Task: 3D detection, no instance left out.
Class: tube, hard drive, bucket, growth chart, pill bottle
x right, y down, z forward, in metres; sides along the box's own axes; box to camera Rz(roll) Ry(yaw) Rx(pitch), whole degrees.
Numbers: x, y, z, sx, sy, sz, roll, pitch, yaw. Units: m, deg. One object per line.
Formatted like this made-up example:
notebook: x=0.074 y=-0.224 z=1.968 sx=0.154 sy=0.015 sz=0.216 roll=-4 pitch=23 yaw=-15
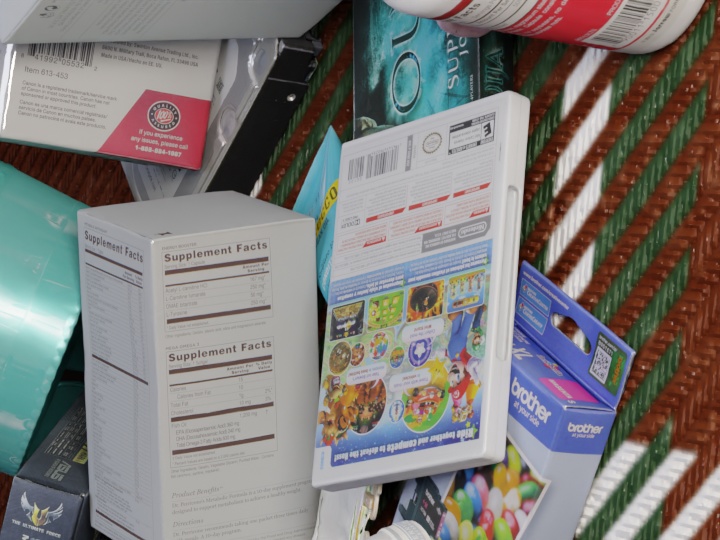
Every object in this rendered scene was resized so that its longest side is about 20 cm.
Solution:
tube: x=0.000 y=0.000 z=1.619 sx=0.078 sy=0.050 sz=0.200 roll=-61 pitch=33 yaw=23
hard drive: x=-0.096 y=-0.113 z=1.807 sx=0.200 sy=0.038 sz=0.140 roll=-58 pitch=39 yaw=35
bucket: x=-0.245 y=0.026 z=1.759 sx=0.207 sy=0.134 sz=0.208 roll=-157 pitch=90 yaw=-87
growth chart: x=-0.011 y=0.166 z=1.590 sx=0.145 sy=0.018 sz=0.201 roll=-144 pitch=64 yaw=-75
pill bottle: x=0.071 y=-0.175 z=1.374 sx=0.112 sy=0.199 sz=0.113 roll=-18 pitch=68 yaw=57

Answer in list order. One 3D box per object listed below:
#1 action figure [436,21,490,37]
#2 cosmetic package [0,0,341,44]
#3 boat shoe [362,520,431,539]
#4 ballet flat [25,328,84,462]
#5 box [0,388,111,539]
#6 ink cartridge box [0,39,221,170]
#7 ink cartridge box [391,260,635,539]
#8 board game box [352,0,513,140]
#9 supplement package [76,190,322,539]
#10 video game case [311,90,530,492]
action figure: x=0.078 y=-0.236 z=1.451 sx=0.200 sy=0.134 sz=0.149 roll=-32 pitch=75 yaw=25
cosmetic package: x=-0.117 y=-0.247 z=1.640 sx=0.123 sy=0.199 sz=0.200 roll=145 pitch=118 yaw=-62
boat shoe: x=0.011 y=0.227 z=1.476 sx=0.072 sy=0.068 sz=0.201 roll=-129 pitch=31 yaw=-46
ballet flat: x=-0.199 y=0.054 z=1.921 sx=0.200 sy=0.073 sz=0.073 roll=-56 pitch=40 yaw=41
box: x=-0.195 y=0.178 z=1.806 sx=0.200 sy=0.051 sz=0.158 roll=-62 pitch=-13 yaw=-74
ink cartridge box: x=-0.165 y=-0.173 z=1.753 sx=0.084 sy=0.144 sz=0.201 roll=9 pitch=90 yaw=60
ink cartridge box: x=0.074 y=0.107 z=1.475 sx=0.119 sy=0.042 sz=0.201 roll=44 pitch=120 yaw=53
board game box: x=0.040 y=-0.154 z=1.592 sx=0.135 sy=0.028 sz=0.201 roll=-18 pitch=69 yaw=56
supplement package: x=-0.095 y=0.063 z=1.661 sx=0.114 sy=0.109 sz=0.201 roll=21 pitch=115 yaw=58
video game case: x=0.032 y=0.013 z=1.501 sx=0.143 sy=0.018 sz=0.201 roll=-15 pitch=64 yaw=48
